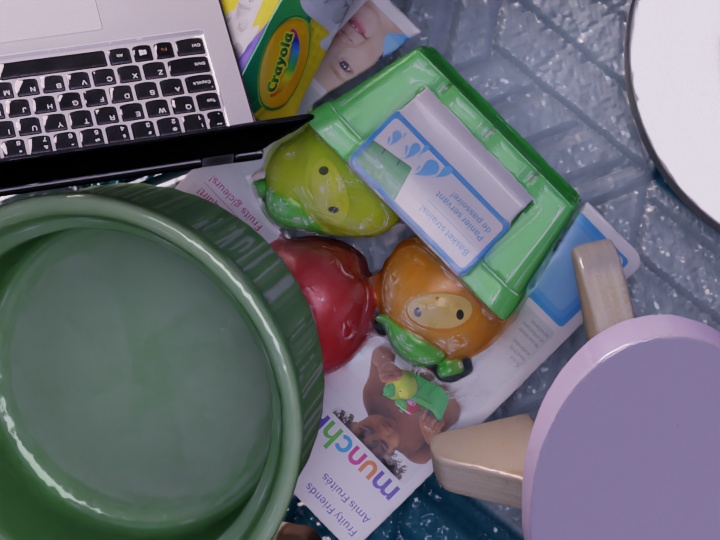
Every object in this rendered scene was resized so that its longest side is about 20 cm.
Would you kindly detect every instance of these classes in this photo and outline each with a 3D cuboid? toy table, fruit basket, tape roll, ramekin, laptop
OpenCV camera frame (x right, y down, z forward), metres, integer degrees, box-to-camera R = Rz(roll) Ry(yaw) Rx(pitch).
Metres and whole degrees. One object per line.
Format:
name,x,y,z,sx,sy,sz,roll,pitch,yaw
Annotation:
toy table,0.130,0.088,1.337,0.183,0.117,0.201,-3,118,-8
fruit basket,0.000,0.000,1.391,0.200,0.094,0.185,-44,89,3
tape roll,0.225,-0.105,1.415,0.201,0.037,0.204,0,89,2
ramekin,-0.112,0.055,1.348,0.199,0.098,0.201,3,103,13
laptop,-0.135,-0.091,1.256,0.186,0.116,0.201,-8,54,-12

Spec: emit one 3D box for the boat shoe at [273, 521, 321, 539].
boat shoe,-0.072,0.215,1.408,0.076,0.072,0.201,9,79,13

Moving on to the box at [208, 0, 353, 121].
box,-0.036,-0.176,1.386,0.117,0.048,0.201,26,87,45
